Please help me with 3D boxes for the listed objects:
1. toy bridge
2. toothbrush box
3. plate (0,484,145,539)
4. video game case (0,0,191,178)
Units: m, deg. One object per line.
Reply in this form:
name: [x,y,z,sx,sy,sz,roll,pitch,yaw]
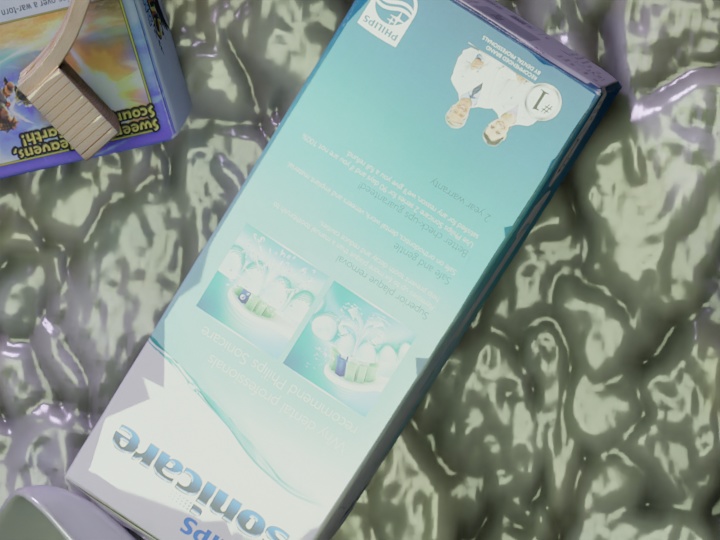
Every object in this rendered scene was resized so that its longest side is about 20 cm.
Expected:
toy bridge: [-0.042,-0.127,0.788,0.200,0.027,0.067,-40,107,9]
toothbrush box: [0.000,0.000,0.790,0.085,0.146,0.200,32,100,5]
plate: [-0.061,0.162,0.811,0.032,0.200,0.200,-42,89,-25]
video game case: [-0.181,-0.116,0.833,0.199,0.045,0.182,-12,109,9]
